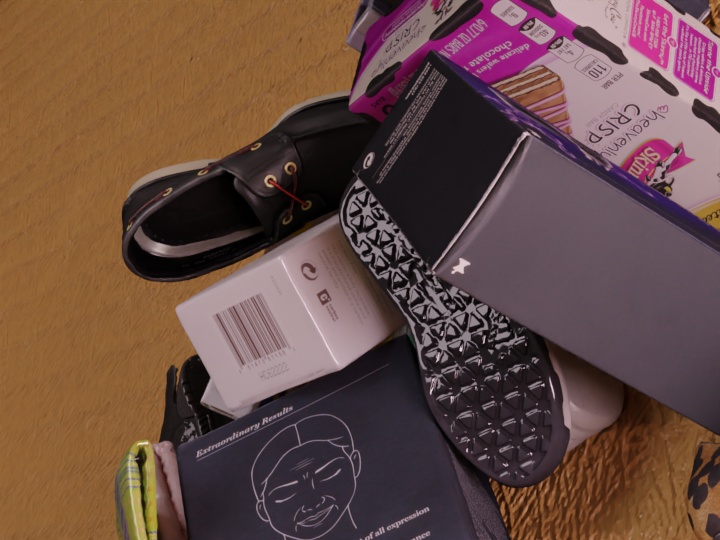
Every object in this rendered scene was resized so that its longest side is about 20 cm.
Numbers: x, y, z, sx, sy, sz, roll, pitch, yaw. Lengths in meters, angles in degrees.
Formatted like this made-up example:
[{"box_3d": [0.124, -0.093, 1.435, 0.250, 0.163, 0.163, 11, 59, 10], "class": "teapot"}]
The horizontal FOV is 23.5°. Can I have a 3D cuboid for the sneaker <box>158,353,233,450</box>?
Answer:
[{"box_3d": [-0.116, 0.143, 1.294, 0.104, 0.060, 0.200, 115, 151, -52], "class": "sneaker"}]

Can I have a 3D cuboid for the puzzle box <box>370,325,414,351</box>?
[{"box_3d": [0.044, 0.016, 1.147, 0.133, 0.025, 0.201, -33, 37, 47], "class": "puzzle box"}]

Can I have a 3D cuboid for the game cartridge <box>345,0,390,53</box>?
[{"box_3d": [0.053, -0.131, 1.105, 0.038, 0.130, 0.200, -51, 7, 13], "class": "game cartridge"}]

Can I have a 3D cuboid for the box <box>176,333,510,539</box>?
[{"box_3d": [-0.001, 0.156, 0.906, 0.148, 0.107, 0.200, -27, 36, 7], "class": "box"}]

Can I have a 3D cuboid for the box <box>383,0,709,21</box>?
[{"box_3d": [0.088, -0.197, 1.055, 0.107, 0.200, 0.149, -53, 26, 20], "class": "box"}]

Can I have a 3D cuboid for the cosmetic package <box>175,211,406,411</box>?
[{"box_3d": [0.000, 0.000, 1.012, 0.101, 0.071, 0.200, -24, 6, 45], "class": "cosmetic package"}]

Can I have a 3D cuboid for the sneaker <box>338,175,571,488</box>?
[{"box_3d": [0.062, 0.020, 0.918, 0.072, 0.083, 0.200, -35, 68, 21], "class": "sneaker"}]

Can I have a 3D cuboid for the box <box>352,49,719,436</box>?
[{"box_3d": [0.111, -0.009, 0.822, 0.079, 0.200, 0.141, -55, 25, 13], "class": "box"}]

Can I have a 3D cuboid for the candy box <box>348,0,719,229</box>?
[{"box_3d": [0.113, -0.086, 0.900, 0.136, 0.200, 0.061, -35, 34, 48], "class": "candy box"}]

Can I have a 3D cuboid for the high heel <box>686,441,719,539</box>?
[{"box_3d": [0.205, 0.057, 0.713, 0.200, 0.071, 0.143, -62, 28, 23], "class": "high heel"}]

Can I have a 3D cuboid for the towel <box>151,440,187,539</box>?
[{"box_3d": [-0.093, 0.232, 1.048, 0.191, 0.032, 0.201, -124, 26, -62], "class": "towel"}]

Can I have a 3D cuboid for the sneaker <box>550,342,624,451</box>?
[{"box_3d": [0.094, 0.021, 0.988, 0.089, 0.075, 0.201, -47, 29, 41], "class": "sneaker"}]

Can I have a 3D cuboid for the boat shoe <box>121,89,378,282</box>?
[{"box_3d": [-0.053, -0.048, 1.048, 0.201, 0.074, 0.063, -21, 33, 13], "class": "boat shoe"}]

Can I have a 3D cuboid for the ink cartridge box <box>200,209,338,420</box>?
[{"box_3d": [-0.038, 0.006, 1.185, 0.198, 0.047, 0.201, 38, -106, -82], "class": "ink cartridge box"}]

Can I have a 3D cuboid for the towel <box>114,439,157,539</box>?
[{"box_3d": [-0.113, 0.181, 0.960, 0.200, 0.023, 0.144, 110, 147, -68], "class": "towel"}]
